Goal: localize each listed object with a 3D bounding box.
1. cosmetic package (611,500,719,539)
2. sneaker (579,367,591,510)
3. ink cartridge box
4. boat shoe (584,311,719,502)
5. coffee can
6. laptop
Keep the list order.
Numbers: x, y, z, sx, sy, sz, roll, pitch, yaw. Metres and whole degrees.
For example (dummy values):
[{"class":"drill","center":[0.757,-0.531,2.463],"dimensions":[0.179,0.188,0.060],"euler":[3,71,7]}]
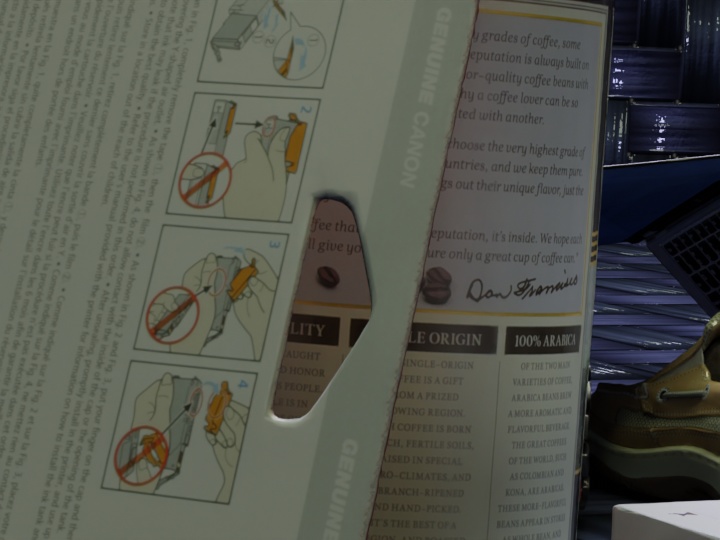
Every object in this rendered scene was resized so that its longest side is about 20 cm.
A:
[{"class":"cosmetic package","center":[0.179,0.097,0.757],"dimensions":[0.150,0.052,0.200],"euler":[3,4,-27]},{"class":"sneaker","center":[0.031,0.045,1.144],"dimensions":[0.082,0.078,0.200],"euler":[1,5,-10]},{"class":"ink cartridge box","center":[-0.057,0.010,0.775],"dimensions":[0.173,0.201,0.044],"euler":[5,-16,25]},{"class":"boat shoe","center":[0.145,0.051,1.126],"dimensions":[0.071,0.077,0.200],"euler":[-1,5,-25]},{"class":"coffee can","center":[0.000,0.000,0.884],"dimensions":[0.146,0.201,0.146],"euler":[4,2,0]},{"class":"laptop","center":[0.127,0.021,1.195],"dimensions":[0.116,0.200,0.187],"euler":[-42,1,-16]}]
